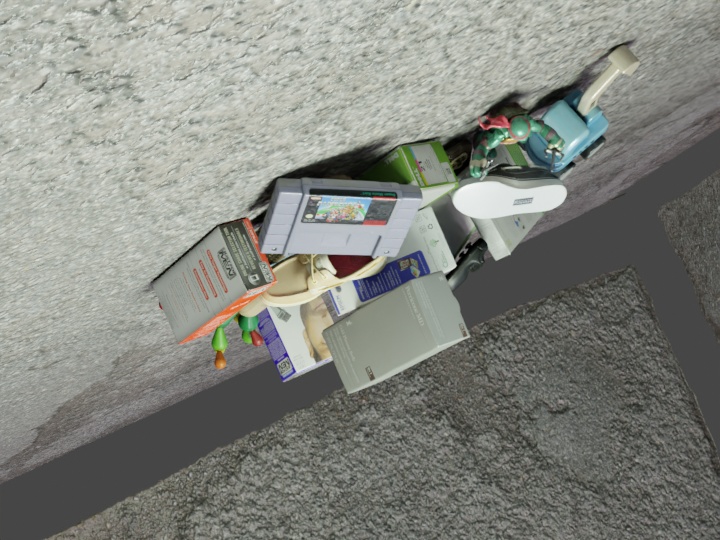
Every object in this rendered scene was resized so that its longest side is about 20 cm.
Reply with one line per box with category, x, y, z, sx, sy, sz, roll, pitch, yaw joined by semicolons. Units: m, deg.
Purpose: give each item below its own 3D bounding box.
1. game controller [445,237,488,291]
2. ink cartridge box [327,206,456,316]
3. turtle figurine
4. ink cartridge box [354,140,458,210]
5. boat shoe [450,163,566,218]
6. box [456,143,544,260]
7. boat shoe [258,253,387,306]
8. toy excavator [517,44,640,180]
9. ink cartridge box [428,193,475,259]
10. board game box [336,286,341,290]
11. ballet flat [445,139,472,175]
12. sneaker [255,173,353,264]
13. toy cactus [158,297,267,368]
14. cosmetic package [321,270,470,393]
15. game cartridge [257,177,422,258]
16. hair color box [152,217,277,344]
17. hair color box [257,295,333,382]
game controller;0.157;-0.002;1.799;0.104;0.042;0.200;-41;176;-1
ink cartridge box;0.033;-0.012;1.670;0.198;0.101;0.039;-21;174;-15
turtle figurine;0.225;-0.195;1.665;0.147;0.102;0.200;-8;-170;-2
ink cartridge box;0.023;-0.112;1.626;0.199;0.077;0.147;-13;166;-48
boat shoe;0.218;-0.130;1.723;0.197;0.068;0.072;-6;136;-24
box;0.228;-0.122;1.820;0.036;0.146;0.200;-24;-169;38
boat shoe;-0.052;-0.008;1.595;0.198;0.075;0.069;-21;166;-15
toy excavator;0.340;-0.242;1.747;0.194;0.100;0.200;-40;170;-1
ink cartridge box;0.088;-0.071;1.829;0.199;0.048;0.146;33;93;-39
board game box;0.000;0.000;1.775;0.197;0.035;0.135;10;161;-15
ballet flat;0.153;-0.165;1.824;0.067;0.047;0.200;-27;173;-1
sneaker;-0.076;-0.085;1.577;0.199;0.071;0.076;-33;-165;32
toy cactus;-0.207;0.070;1.803;0.163;0.103;0.200;-25;136;24
cosmetic package;0.050;0.090;1.639;0.090;0.108;0.199;-14;165;-46
game cartridge;-0.027;-0.067;1.498;0.197;0.039;0.130;1;147;-19
hair color box;-0.208;0.018;1.599;0.061;0.103;0.199;-18;170;-43
hair color box;-0.117;0.070;1.894;0.108;0.202;0.065;-21;172;-35
